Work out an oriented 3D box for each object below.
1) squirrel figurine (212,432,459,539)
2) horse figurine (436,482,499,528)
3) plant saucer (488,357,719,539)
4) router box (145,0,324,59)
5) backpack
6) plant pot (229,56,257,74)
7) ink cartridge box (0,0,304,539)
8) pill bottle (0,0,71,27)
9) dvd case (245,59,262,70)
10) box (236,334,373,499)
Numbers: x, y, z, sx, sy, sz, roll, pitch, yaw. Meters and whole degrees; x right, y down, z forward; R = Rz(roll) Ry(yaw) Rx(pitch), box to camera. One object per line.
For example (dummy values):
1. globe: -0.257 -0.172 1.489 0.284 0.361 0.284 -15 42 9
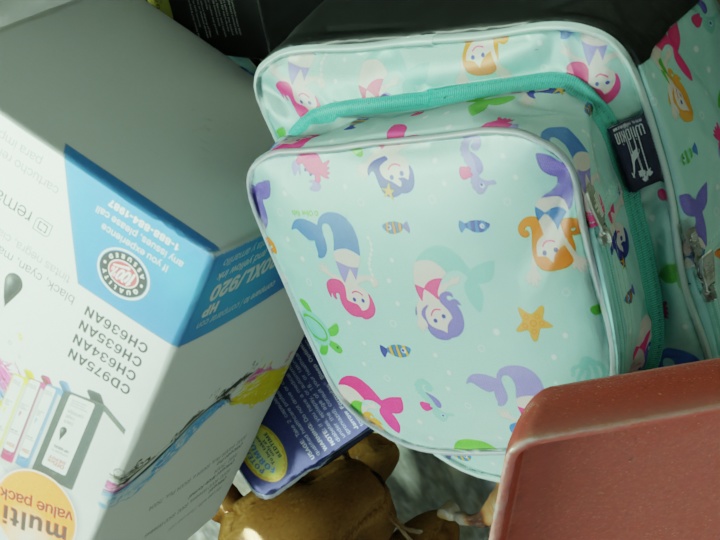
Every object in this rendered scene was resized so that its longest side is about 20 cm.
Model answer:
1. squirrel figurine: -0.045 0.161 1.318 0.142 0.199 0.187 58 179 13
2. horse figurine: 0.060 0.058 1.220 0.132 0.050 0.201 17 133 54
3. plant saucer: 0.133 0.089 0.996 0.201 0.198 0.037 96 161 -51
4. router box: -0.084 -0.195 1.156 0.157 0.052 0.201 14 122 52
5. backpack: 0.064 -0.010 1.024 0.177 0.151 0.201 -2 124 35
6. plant pot: -0.114 -0.013 1.302 0.200 0.134 0.201 41 151 29
7. ink cartridge box: -0.115 0.016 1.122 0.147 0.145 0.201 33 120 14
8. pill bottle: -0.190 -0.200 1.155 0.200 0.111 0.111 52 154 24
9. dvd case: -0.067 -0.117 1.282 0.146 0.022 0.201 27 139 46
10. box: 0.000 0.000 1.164 0.200 0.032 0.122 -35 86 28
